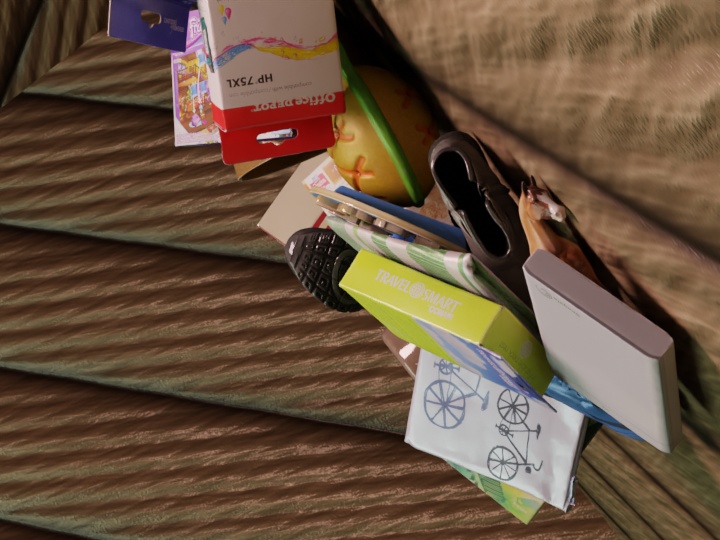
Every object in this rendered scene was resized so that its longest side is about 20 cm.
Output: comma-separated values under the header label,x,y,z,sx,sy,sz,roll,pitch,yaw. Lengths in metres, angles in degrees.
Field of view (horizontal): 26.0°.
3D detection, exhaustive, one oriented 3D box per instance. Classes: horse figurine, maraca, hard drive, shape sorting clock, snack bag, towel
label,x,y,z,sx,sy,sz,roll,pitch,yaw
horse figurine,0.183,0.018,1.308,0.133,0.050,0.200,43,171,26
maraca,0.010,-0.149,1.509,0.200,0.107,0.137,61,176,-1
hard drive,0.198,0.069,1.260,0.132,0.027,0.200,36,166,27
shape sorting clock,0.041,-0.034,1.507,0.199,0.039,0.200,20,177,1
snack bag,0.142,0.119,1.535,0.199,0.189,0.021,21,-157,28
towel,0.075,0.007,1.429,0.152,0.023,0.200,39,168,-37

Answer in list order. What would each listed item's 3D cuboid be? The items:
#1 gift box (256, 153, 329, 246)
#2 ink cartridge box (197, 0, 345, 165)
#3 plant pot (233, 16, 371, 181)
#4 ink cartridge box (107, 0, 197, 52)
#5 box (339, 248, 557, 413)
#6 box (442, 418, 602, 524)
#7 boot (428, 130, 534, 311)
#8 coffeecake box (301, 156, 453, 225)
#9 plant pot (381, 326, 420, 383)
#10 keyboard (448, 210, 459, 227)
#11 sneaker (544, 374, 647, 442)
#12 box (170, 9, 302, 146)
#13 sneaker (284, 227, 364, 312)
label,x,y,z,sx,sy,sz,roll,pitch,yaw
gift box,-0.017,-0.087,1.996,0.200,0.187,0.185,36,178,5
ink cartridge box,-0.080,-0.196,1.410,0.067,0.116,0.201,-136,37,-70
plant pot,-0.084,-0.221,1.655,0.186,0.186,0.201,123,123,-88
ink cartridge box,-0.175,-0.309,1.443,0.198,0.047,0.201,-16,-73,-76
box,0.087,0.052,1.400,0.200,0.048,0.122,23,167,41
box,0.165,0.140,1.568,0.144,0.200,0.036,37,-150,12
boot,0.118,-0.027,1.360,0.200,0.068,0.131,54,-169,-11
coffeecake box,0.042,-0.069,1.827,0.200,0.073,0.153,52,151,-1
plant pot,0.123,0.061,1.673,0.200,0.174,0.200,51,179,1
keyboard,0.166,-0.010,1.496,0.200,0.040,0.104,43,167,19
sneaker,0.196,0.092,1.420,0.200,0.066,0.078,25,172,21
box,-0.118,-0.196,1.553,0.200,0.039,0.137,2,95,49
sneaker,0.000,0.000,1.562,0.200,0.076,0.091,21,-168,-37
